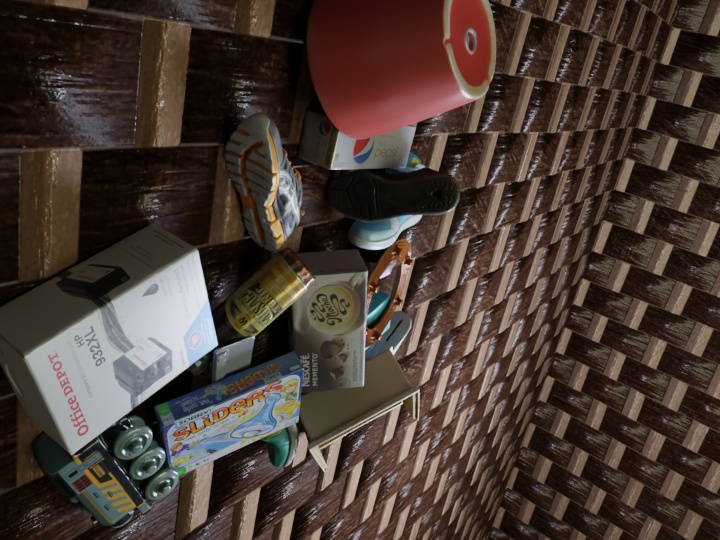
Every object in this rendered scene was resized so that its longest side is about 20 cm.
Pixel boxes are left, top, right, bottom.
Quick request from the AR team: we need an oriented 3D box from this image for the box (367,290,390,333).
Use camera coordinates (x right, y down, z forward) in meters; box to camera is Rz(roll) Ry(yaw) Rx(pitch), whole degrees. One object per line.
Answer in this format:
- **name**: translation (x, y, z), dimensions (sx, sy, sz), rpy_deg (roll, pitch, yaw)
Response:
- **box**: translation (-0.023, 0.116, 1.118), dimensions (0.200, 0.049, 0.083), rpy_deg (-39, 141, -38)

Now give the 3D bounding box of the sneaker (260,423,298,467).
- **sneaker**: translation (-0.150, 0.238, 1.002), dimensions (0.079, 0.077, 0.202), rpy_deg (-23, 127, -27)

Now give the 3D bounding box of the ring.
- **ring**: translation (0.045, 0.043, 1.077), dimensions (0.201, 0.019, 0.202), rpy_deg (-51, 154, -37)

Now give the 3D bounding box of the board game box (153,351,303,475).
- **board game box**: translation (-0.175, 0.198, 0.862), dimensions (0.198, 0.035, 0.136), rpy_deg (-20, 141, -27)

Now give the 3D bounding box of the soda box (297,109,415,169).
- **soda box**: translation (0.000, -0.188, 0.912), dimensions (0.199, 0.063, 0.069), rpy_deg (-14, 123, -54)

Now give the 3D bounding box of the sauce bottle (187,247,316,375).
- **sauce bottle**: translation (-0.149, 0.056, 0.819), dimensions (0.200, 0.066, 0.066), rpy_deg (-44, 147, -6)

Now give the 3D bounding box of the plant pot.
- **plant pot**: translation (0.060, -0.272, 0.776), dimensions (0.199, 0.176, 0.204), rpy_deg (-4, 95, -55)

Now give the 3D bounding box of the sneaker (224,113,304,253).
- **sneaker**: translation (-0.111, -0.115, 0.783), dimensions (0.077, 0.078, 0.201), rpy_deg (-44, 155, -30)

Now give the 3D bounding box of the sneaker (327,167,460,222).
- **sneaker**: translation (0.053, -0.116, 0.955), dimensions (0.114, 0.197, 0.077), rpy_deg (-37, 124, -77)

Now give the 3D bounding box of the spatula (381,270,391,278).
- **spatula**: translation (-0.010, 0.025, 1.099), dimensions (0.199, 0.020, 0.057), rpy_deg (-36, 141, -40)

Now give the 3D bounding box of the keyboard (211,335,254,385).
- **keyboard**: translation (-0.179, 0.154, 0.861), dimensions (0.056, 0.011, 0.201), rpy_deg (-25, 152, -32)

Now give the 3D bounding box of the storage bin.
- **storage bin**: translation (-0.006, 0.248, 1.097), dimensions (0.198, 0.094, 0.199), rpy_deg (-27, 152, -9)

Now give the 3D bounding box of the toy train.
- **toy train**: translation (-0.294, 0.230, 0.742), dimensions (0.113, 0.085, 0.201), rpy_deg (-34, 142, -24)

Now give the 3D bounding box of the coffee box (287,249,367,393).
- **coffee box**: translation (-0.053, 0.078, 0.946), dimensions (0.111, 0.080, 0.202), rpy_deg (-4, 117, -12)

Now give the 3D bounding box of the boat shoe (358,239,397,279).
- **boat shoe**: translation (0.000, 0.000, 1.049), dimensions (0.201, 0.070, 0.071), rpy_deg (-53, 157, -36)

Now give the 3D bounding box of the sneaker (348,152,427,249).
- **sneaker**: translation (0.046, -0.123, 1.025), dimensions (0.200, 0.079, 0.132), rpy_deg (-41, 146, -51)

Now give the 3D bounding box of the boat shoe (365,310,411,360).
- **boat shoe**: translation (0.032, 0.169, 1.222), dimensions (0.200, 0.072, 0.071), rpy_deg (-45, 162, -17)

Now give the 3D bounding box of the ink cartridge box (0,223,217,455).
- **ink cartridge box**: translation (-0.260, 0.067, 0.662), dimensions (0.200, 0.083, 0.146), rpy_deg (-39, 142, -38)
